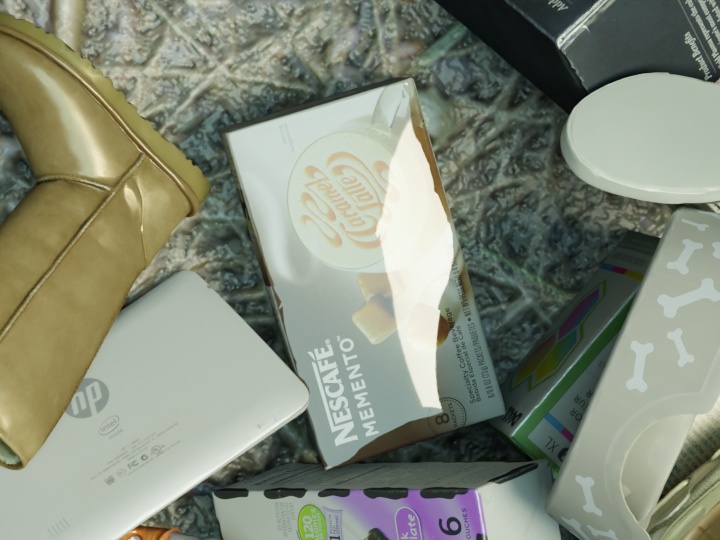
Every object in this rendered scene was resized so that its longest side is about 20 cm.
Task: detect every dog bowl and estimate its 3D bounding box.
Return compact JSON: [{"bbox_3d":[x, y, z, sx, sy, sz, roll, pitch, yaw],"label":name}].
[{"bbox_3d":[0.156,0.057,1.288,0.058,0.200,0.201,24,91,7],"label":"dog bowl"}]

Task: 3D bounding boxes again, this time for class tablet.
[{"bbox_3d":[-0.141,0.087,1.377,0.200,0.014,0.130,-34,54,-18],"label":"tablet"}]

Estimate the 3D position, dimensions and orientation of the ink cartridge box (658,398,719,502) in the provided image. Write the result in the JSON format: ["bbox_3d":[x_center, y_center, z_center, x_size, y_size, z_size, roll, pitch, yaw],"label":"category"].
[{"bbox_3d":[0.243,0.141,1.466,0.165,0.075,0.200,-44,98,-4],"label":"ink cartridge box"}]

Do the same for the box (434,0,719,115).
[{"bbox_3d":[0.140,-0.204,1.354,0.196,0.200,0.124,-42,140,-3],"label":"box"}]

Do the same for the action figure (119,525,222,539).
[{"bbox_3d":[-0.162,0.133,1.389,0.193,0.105,0.201,27,85,20],"label":"action figure"}]

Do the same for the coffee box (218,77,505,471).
[{"bbox_3d":[0.000,0.000,1.421,0.114,0.080,0.201,-16,96,-6],"label":"coffee box"}]

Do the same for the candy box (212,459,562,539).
[{"bbox_3d":[0.021,0.196,1.383,0.071,0.199,0.169,-16,98,-49],"label":"candy box"}]

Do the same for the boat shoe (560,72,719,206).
[{"bbox_3d":[0.193,-0.061,1.305,0.199,0.064,0.071,-3,66,-20],"label":"boat shoe"}]

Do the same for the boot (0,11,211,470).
[{"bbox_3d":[-0.195,-0.021,1.366,0.175,0.066,0.200,40,66,-9],"label":"boot"}]

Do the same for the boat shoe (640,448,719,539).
[{"bbox_3d":[0.226,0.117,1.389,0.200,0.065,0.072,-36,116,-24],"label":"boat shoe"}]

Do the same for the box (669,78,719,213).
[{"bbox_3d":[0.250,-0.114,1.422,0.109,0.128,0.200,43,87,-8],"label":"box"}]

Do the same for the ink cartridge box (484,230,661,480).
[{"bbox_3d":[0.126,0.072,1.431,0.059,0.104,0.200,40,89,-8],"label":"ink cartridge box"}]
